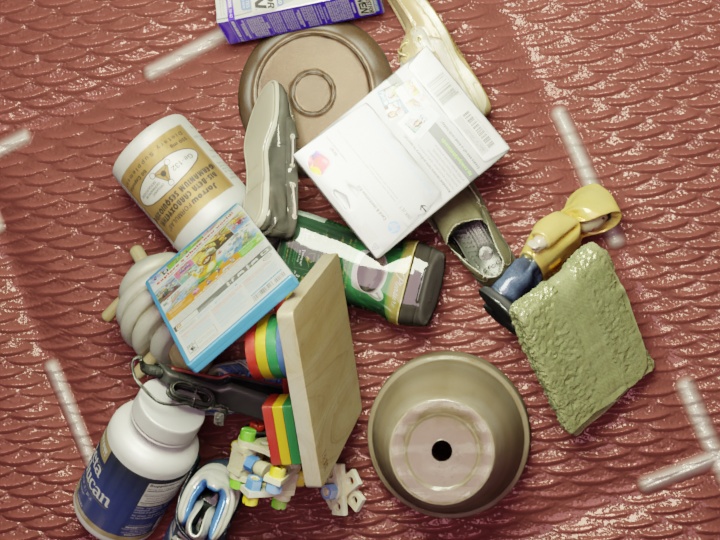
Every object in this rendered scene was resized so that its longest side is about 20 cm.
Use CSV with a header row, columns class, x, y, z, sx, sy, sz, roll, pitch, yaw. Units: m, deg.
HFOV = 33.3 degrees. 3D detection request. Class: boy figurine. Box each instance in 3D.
class,x,y,z,sx,sy,sz,roll,pitch,yaw
boy figurine,0.224,-0.017,1.407,0.200,0.125,0.064,-44,60,-12

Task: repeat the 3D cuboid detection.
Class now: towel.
class,x,y,z,sx,sy,sz,roll,pitch,yaw
towel,0.255,0.081,1.385,0.148,0.036,0.201,-37,118,-15

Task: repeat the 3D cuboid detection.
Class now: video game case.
class,x,y,z,sx,sy,sz,roll,pitch,yaw
video game case,-0.155,0.014,1.311,0.143,0.200,0.018,-41,124,0

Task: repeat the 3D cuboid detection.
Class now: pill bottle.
class,x,y,z,sx,sy,sz,roll,pitch,yaw
pill bottle,-0.195,-0.080,1.456,0.114,0.114,0.200,-42,85,5
pill bottle,-0.258,0.223,1.425,0.111,0.111,0.201,36,123,6

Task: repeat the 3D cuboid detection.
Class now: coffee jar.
class,x,y,z,sx,sy,sz,roll,pitch,yaw
coffee jar,0.000,0.000,1.445,0.199,0.085,0.105,15,89,8

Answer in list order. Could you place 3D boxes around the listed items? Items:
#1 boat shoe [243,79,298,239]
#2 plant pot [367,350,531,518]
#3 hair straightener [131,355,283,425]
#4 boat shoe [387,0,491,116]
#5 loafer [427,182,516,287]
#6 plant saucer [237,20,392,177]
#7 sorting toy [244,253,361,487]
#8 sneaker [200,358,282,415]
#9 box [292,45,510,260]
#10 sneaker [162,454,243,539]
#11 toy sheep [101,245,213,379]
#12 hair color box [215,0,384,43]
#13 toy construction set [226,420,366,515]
class,x,y,z,sx,sy,sz,roll,pitch,yaw
boat shoe,-0.101,-0.129,1.432,0.067,0.057,0.201,-25,54,47
plant pot,0.097,0.196,1.389,0.198,0.174,0.202,0,89,8
hair straightener,-0.168,0.139,1.376,0.199,0.077,0.041,21,111,-23
boat shoe,0.078,-0.258,1.443,0.069,0.074,0.201,-33,86,0
loafer,0.121,-0.066,1.438,0.075,0.070,0.200,-39,85,5
plant saucer,-0.056,-0.216,1.482,0.198,0.032,0.202,0,90,6
sorting toy,-0.065,0.106,1.335,0.069,0.200,0.200,-4,107,15
sneaker,-0.134,0.144,1.465,0.198,0.077,0.076,-12,87,5
box,0.047,-0.134,1.388,0.200,0.041,0.156,-40,87,-2
sneaker,-0.202,0.318,1.437,0.080,0.146,0.201,27,93,7
toy sheep,-0.236,0.048,1.455,0.138,0.138,0.200,-38,66,5
hair color box,-0.077,-0.353,1.457,0.198,0.065,0.110,-10,72,5
toy construction set,-0.077,0.229,1.417,0.131,0.199,0.093,24,92,40
